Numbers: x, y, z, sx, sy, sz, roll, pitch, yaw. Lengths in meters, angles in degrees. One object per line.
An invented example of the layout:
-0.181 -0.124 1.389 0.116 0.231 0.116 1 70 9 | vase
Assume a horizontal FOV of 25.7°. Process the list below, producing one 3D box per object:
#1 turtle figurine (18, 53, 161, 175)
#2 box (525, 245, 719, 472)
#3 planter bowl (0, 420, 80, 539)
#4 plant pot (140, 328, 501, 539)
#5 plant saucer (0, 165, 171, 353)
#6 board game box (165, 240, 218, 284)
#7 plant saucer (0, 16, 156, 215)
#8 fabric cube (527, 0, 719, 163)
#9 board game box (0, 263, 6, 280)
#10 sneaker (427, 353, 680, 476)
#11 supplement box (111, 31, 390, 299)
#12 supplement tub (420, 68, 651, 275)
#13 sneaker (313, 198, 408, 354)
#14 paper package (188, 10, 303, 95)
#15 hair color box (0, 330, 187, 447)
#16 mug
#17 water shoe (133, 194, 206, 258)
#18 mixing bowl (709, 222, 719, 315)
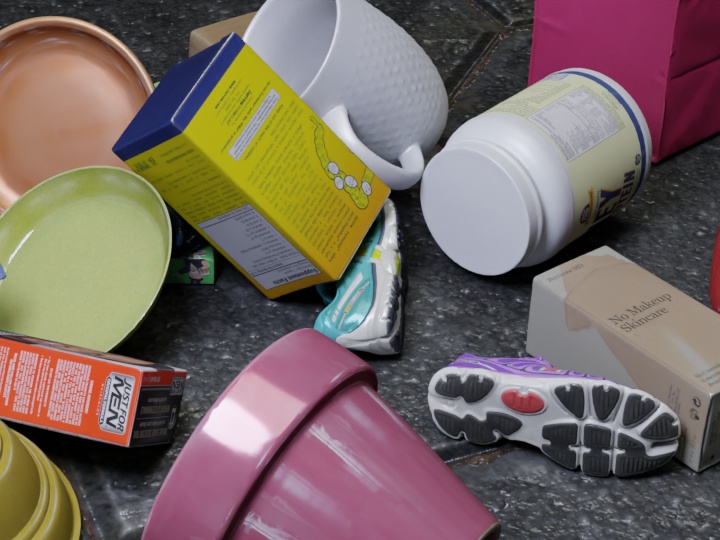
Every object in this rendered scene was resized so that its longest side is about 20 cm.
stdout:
-0.255 -0.120 1.492 0.192 0.202 0.144 4 9 3 | turtle figurine
0.234 0.067 1.280 0.095 0.078 0.200 -23 40 -32 | box
-0.294 0.150 1.094 0.199 0.084 0.201 6 37 -5 | planter bowl
-0.016 0.168 1.024 0.178 0.201 0.200 33 41 17 | plant pot
-0.240 0.005 1.320 0.199 0.031 0.201 -12 57 19 | plant saucer
-0.197 -0.054 1.492 0.133 0.029 0.201 2 33 -1 | board game box
-0.268 -0.123 1.401 0.198 0.202 0.037 7 6 8 | plant saucer
0.320 -0.265 1.690 0.199 0.201 0.196 -23 41 -34 | fabric cube
-0.396 0.042 1.253 0.199 0.035 0.135 -31 9 -37 | board game box
0.154 0.097 1.233 0.199 0.081 0.083 13 28 18 | sneaker
-0.092 -0.086 1.349 0.109 0.200 0.110 -15 37 52 | supplement box
0.163 -0.091 1.460 0.144 0.146 0.200 25 39 32 | supplement tub
0.000 0.000 1.381 0.079 0.078 0.200 -3 32 8 | sneaker
-0.058 -0.194 1.650 0.190 0.104 0.200 -22 40 -30 | paper package
-0.244 0.085 1.204 0.198 0.062 0.101 12 -1 13 | hair color box
-0.002 -0.152 1.450 0.175 0.148 0.201 26 31 -38 | mug
-0.134 -0.061 1.414 0.078 0.072 0.200 18 38 15 | water shoe
0.362 0.025 1.292 0.199 0.109 0.200 29 11 -6 | mixing bowl
